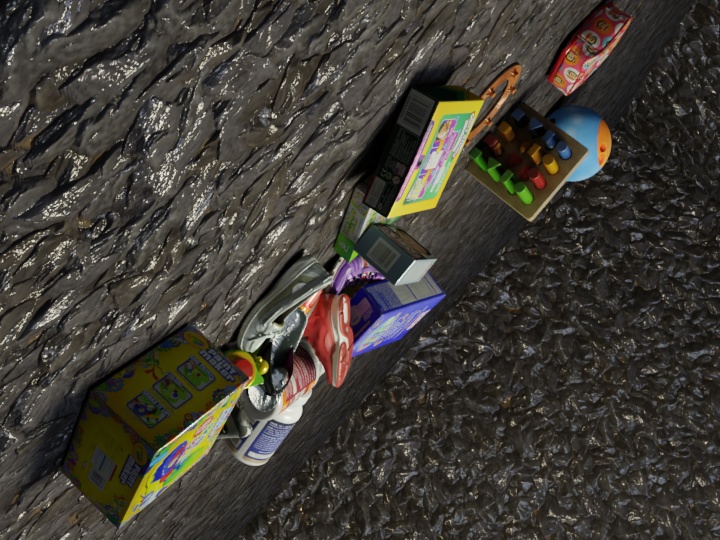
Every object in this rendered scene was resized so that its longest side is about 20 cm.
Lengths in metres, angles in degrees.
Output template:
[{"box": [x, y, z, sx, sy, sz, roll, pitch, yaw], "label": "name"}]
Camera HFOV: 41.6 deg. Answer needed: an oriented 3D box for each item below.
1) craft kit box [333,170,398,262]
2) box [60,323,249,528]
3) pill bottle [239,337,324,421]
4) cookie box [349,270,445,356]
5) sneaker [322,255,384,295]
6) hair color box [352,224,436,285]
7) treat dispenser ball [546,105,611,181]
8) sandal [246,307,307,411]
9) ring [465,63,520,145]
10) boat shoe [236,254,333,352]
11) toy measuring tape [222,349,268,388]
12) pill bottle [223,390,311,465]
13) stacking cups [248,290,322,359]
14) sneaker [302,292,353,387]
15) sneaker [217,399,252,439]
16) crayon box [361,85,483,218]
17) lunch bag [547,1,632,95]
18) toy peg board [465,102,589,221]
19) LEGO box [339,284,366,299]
[{"box": [0.047, -0.131, 1.651, 0.197, 0.049, 0.200, -39, 165, -29], "label": "craft kit box"}, {"box": [-0.285, 0.213, 1.313, 0.192, 0.122, 0.200, -38, 164, -48], "label": "box"}, {"box": [-0.147, 0.199, 1.821, 0.200, 0.109, 0.110, -32, 160, -55], "label": "pill bottle"}, {"box": [0.043, 0.087, 1.869, 0.199, 0.075, 0.171, -14, 154, -47], "label": "cookie box"}, {"box": [0.000, 0.000, 1.794, 0.200, 0.083, 0.081, -37, 163, -45], "label": "sneaker"}, {"box": [0.065, -0.029, 1.695, 0.061, 0.099, 0.200, -51, 169, 10], "label": "hair color box"}, {"box": [0.572, -0.341, 2.547, 0.201, 0.201, 0.201, -46, 168, -12], "label": "treat dispenser ball"}, {"box": [-0.143, 0.157, 1.628, 0.075, 0.048, 0.202, 9, 108, -32], "label": "sandal"}, {"box": [0.255, -0.322, 1.874, 0.200, 0.019, 0.201, -46, 168, -12], "label": "ring"}, {"box": [-0.128, 0.065, 1.558, 0.202, 0.065, 0.074, -48, 168, 12], "label": "boat shoe"}, {"box": [-0.239, 0.173, 1.547, 0.199, 0.074, 0.074, -15, 150, -34], "label": "toy measuring tape"}, {"box": [-0.191, 0.298, 1.961, 0.200, 0.116, 0.116, -54, 168, 24], "label": "pill bottle"}, {"box": [-0.142, 0.098, 1.669, 0.200, 0.060, 0.060, -55, 168, 4], "label": "stacking cups"}, {"box": [-0.078, 0.121, 1.764, 0.078, 0.115, 0.201, -54, 150, -57], "label": "sneaker"}, {"box": [-0.245, 0.254, 1.570, 0.079, 0.074, 0.200, -28, -171, -36], "label": "sneaker"}, {"box": [0.100, -0.190, 1.495, 0.172, 0.058, 0.201, -19, 138, -59], "label": "crayon box"}, {"box": [0.512, -0.490, 2.134, 0.200, 0.082, 0.176, -45, 169, -21], "label": "lunch bag"}, {"box": [0.354, -0.252, 2.067, 0.199, 0.200, 0.098, -50, 154, 4], "label": "toy peg board"}, {"box": [0.033, 0.038, 2.056, 0.149, 0.077, 0.200, -50, 169, 1], "label": "LEGO box"}]
